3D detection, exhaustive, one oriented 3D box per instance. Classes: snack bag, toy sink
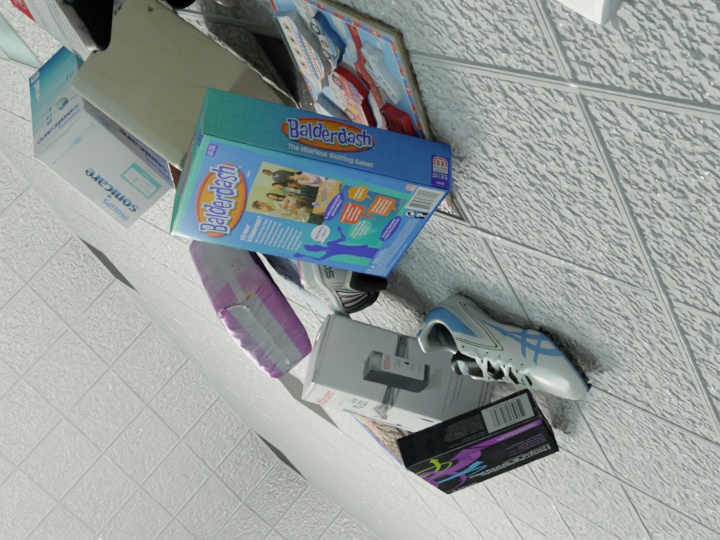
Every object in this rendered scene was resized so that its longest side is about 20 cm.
[{"bbox_3d":[-0.070,0.005,1.238,0.188,0.021,0.201,34,166,43],"label":"snack bag"},{"bbox_3d":[-0.146,-0.151,0.950,0.130,0.113,0.200,36,180,16],"label":"toy sink"}]

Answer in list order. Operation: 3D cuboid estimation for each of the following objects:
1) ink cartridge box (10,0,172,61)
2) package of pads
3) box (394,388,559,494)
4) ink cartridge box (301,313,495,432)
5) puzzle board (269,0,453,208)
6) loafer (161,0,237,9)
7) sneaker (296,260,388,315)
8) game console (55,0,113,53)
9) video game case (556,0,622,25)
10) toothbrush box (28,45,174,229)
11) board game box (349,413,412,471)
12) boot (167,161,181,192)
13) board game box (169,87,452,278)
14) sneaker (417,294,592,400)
[{"bbox_3d":[-0.280,-0.285,1.030,0.199,0.084,0.145,39,163,18],"label":"ink cartridge box"},{"bbox_3d":[-0.135,0.030,1.234,0.121,0.075,0.200,58,176,-32],"label":"package of pads"},{"bbox_3d":[0.129,0.183,1.079,0.200,0.141,0.037,46,-157,-66],"label":"box"},{"bbox_3d":[0.039,0.125,1.171,0.196,0.086,0.146,18,164,-4],"label":"ink cartridge box"},{"bbox_3d":[-0.003,-0.141,0.844,0.150,0.017,0.201,33,161,33],"label":"puzzle board"},{"bbox_3d":[-0.146,-0.237,0.820,0.071,0.064,0.199,6,-175,-32],"label":"loafer"},{"bbox_3d":[0.000,0.000,1.092,0.086,0.075,0.200,-9,166,15],"label":"sneaker"},{"bbox_3d":[-0.270,-0.279,0.777,0.177,0.114,0.203,64,-163,-56],"label":"game console"},{"bbox_3d":[0.049,-0.226,0.487,0.199,0.022,0.183,37,163,20],"label":"video game case"},{"bbox_3d":[-0.315,-0.167,1.244,0.146,0.085,0.201,43,-165,-37],"label":"toothbrush box"},{"bbox_3d":[0.070,0.182,1.356,0.159,0.097,0.200,45,164,-8],"label":"board game box"},{"bbox_3d":[-0.235,-0.172,1.165,0.199,0.068,0.191,32,143,34],"label":"boot"},{"bbox_3d":[-0.044,-0.064,0.833,0.196,0.046,0.152,11,149,-16],"label":"board game box"},{"bbox_3d":[0.135,0.084,0.990,0.199,0.073,0.072,24,154,47],"label":"sneaker"}]
